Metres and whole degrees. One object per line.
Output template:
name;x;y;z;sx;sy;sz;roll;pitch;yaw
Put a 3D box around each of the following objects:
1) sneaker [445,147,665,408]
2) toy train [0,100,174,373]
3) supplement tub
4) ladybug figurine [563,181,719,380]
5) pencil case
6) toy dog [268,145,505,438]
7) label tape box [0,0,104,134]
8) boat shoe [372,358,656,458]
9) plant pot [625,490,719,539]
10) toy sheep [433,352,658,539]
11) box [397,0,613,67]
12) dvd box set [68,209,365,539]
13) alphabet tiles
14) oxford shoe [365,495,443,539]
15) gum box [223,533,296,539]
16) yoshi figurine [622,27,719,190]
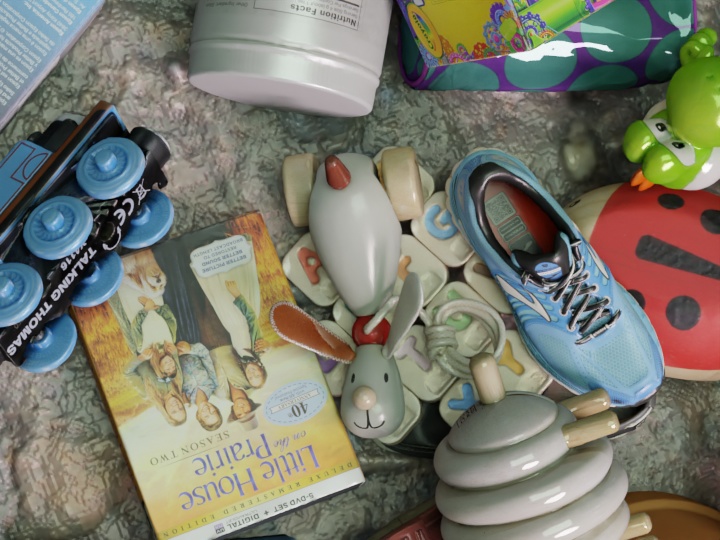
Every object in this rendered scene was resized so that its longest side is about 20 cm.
sneaker;0.123;0.009;1.320;0.078;0.090;0.200;-39;89;2
toy train;-0.209;-0.023;1.313;0.114;0.087;0.200;25;68;29
supplement tub;-0.038;-0.213;1.350;0.131;0.132;0.201;10;86;-13
ladybug figurine;0.217;0.002;1.395;0.199;0.072;0.136;16;75;16
pencil case;0.127;-0.170;1.411;0.199;0.085;0.093;-2;51;-12
toy dog;0.000;0.000;1.332;0.132;0.096;0.201;-28;75;7
label tape box;-0.282;-0.146;1.325;0.143;0.066;0.200;39;82;-8
boat shoe;0.104;0.092;1.402;0.199;0.068;0.072;-3;89;-8
plant pot;0.218;0.254;1.385;0.199;0.140;0.201;1;86;-13
toy sheep;0.112;0.144;1.305;0.137;0.138;0.201;-21;99;-13
box;0.103;-0.263;1.287;0.192;0.122;0.201;-32;105;-27
dvd box set;-0.100;0.075;1.352;0.146;0.029;0.201;-19;79;-13
alphabet tiles;0.052;0.017;1.381;0.196;0.015;0.200;43;91;10
oxford shoe;0.062;0.177;1.390;0.200;0.075;0.071;-20;92;-34
gum box;-0.122;0.284;1.351;0.169;0.045;0.201;-2;88;-14
yoshi figurine;0.255;-0.108;1.380;0.200;0.112;0.112;-20;118;-52
